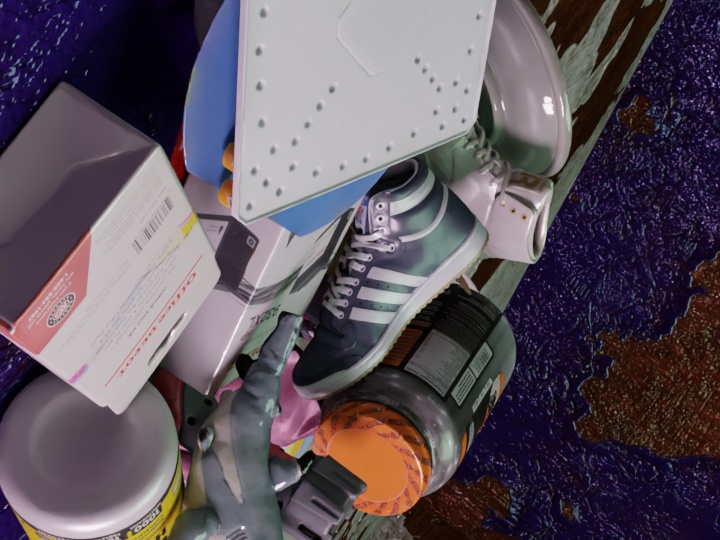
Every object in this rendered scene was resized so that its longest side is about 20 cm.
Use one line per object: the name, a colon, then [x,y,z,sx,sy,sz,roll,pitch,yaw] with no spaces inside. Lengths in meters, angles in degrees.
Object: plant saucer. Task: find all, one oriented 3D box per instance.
plant saucer: [0.113,-0.168,1.048,0.050,0.201,0.200,-24,158,-14]

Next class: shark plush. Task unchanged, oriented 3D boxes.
shark plush: [-0.070,0.130,0.809,0.091,0.083,0.201,96,7,-75]

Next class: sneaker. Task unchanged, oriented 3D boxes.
sneaker: [0.109,-0.093,1.004,0.074,0.115,0.201,-53,139,-40]
sneaker: [0.000,0.000,0.918,0.200,0.109,0.070,-45,-150,-9]

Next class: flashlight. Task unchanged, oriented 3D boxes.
flashlight: [-0.089,0.120,0.868,0.068,0.200,0.068,-61,169,14]

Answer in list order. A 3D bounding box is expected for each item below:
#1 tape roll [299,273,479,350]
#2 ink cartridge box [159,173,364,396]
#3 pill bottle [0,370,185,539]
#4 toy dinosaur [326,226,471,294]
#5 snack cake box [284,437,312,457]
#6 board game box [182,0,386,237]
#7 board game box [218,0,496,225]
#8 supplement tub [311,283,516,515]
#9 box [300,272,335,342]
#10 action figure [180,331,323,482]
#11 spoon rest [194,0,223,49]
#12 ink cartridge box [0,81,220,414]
tape roll: [0.036,0.074,1.255,0.203,0.202,0.071,-55,168,-11]
ink cartridge box: [-0.071,-0.029,0.843,0.201,0.084,0.145,-62,168,21]
pill bottle: [-0.175,0.150,0.804,0.113,0.112,0.200,-52,166,-25]
toy dinosaur: [0.002,-0.042,0.982,0.058,0.199,0.102,-141,-118,-71]
snack cake box: [-0.101,0.165,1.249,0.115,0.067,0.200,-56,168,-12]
board game box: [-0.036,-0.112,0.683,0.158,0.039,0.200,-58,146,1]
board game box: [0.005,-0.144,0.646,0.200,0.026,0.201,-26,135,-39]
supplement tub: [0.045,0.105,0.984,0.200,0.122,0.123,-48,165,-51]
box: [-0.010,0.005,1.101,0.132,0.114,0.200,-55,168,-10]
action figure: [-0.120,0.130,1.003,0.200,0.134,0.149,-33,132,1]
spoon rest: [-0.026,-0.195,0.664,0.200,0.060,0.099,-57,168,-8]
ink cartridge box: [-0.147,0.000,0.652,0.117,0.067,0.200,-54,166,-14]
